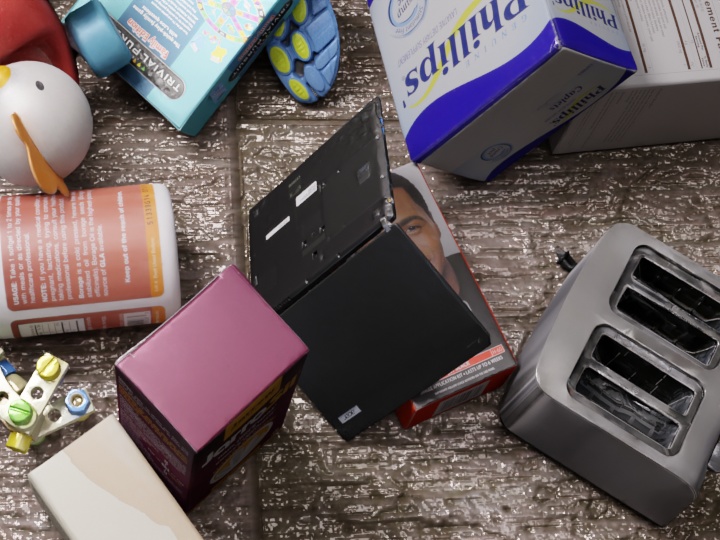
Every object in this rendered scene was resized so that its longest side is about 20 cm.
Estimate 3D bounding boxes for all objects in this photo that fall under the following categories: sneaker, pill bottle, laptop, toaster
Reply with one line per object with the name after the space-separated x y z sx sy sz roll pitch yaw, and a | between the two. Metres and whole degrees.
-0.062 -0.255 1.133 0.070 0.083 0.203 -19 85 11 | sneaker
-0.246 -0.007 0.979 0.196 0.112 0.114 -5 68 -12 | pill bottle
0.000 0.000 1.000 0.102 0.177 0.202 25 43 -35 | laptop
0.224 0.079 1.019 0.198 0.119 0.182 32 65 5 | toaster

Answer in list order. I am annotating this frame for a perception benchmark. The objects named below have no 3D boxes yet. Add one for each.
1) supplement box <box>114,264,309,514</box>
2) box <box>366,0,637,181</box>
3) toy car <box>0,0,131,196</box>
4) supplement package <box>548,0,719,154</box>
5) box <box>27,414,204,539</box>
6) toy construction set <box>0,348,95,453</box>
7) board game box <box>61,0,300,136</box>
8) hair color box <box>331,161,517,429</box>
-0.114 0.095 0.910 0.110 0.200 0.086 -41 79 -22 | supplement box
0.114 -0.214 1.069 0.104 0.183 0.203 8 57 -42 | box
-0.271 -0.142 0.958 0.183 0.178 0.201 -30 47 -3 | toy car
0.272 -0.196 1.138 0.196 0.122 0.122 -6 68 -12 | supplement package
-0.158 0.219 0.912 0.077 0.095 0.201 -34 78 -21 | box
-0.310 0.130 0.931 0.130 0.092 0.200 37 56 6 | toy construction set
-0.145 -0.247 1.083 0.151 0.047 0.201 41 97 9 | board game box
0.042 0.019 1.044 0.100 0.061 0.202 -21 72 -16 | hair color box
